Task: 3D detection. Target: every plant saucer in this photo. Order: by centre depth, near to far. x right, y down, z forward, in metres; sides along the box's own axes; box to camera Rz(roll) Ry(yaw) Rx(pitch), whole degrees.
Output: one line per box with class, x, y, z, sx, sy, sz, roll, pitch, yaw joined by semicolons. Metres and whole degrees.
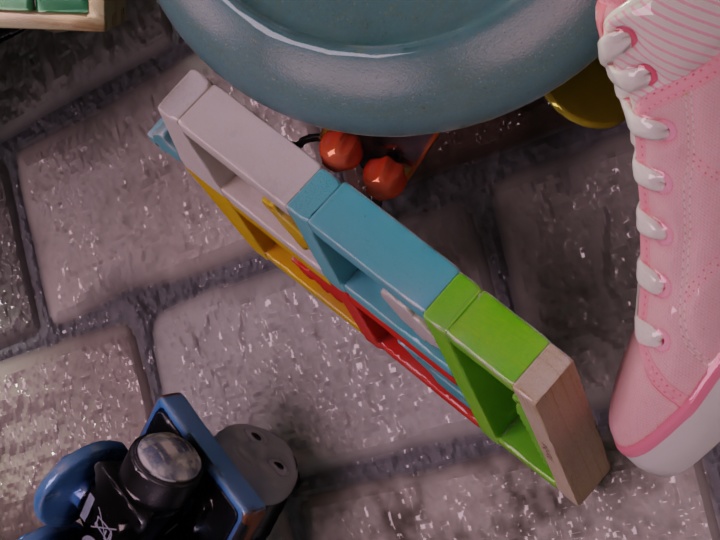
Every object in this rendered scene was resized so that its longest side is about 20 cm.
plant saucer;0.011;-0.144;0.627;0.200;0.027;0.200;-1;85;17

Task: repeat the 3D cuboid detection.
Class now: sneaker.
sneaker;0.102;-0.036;0.595;0.105;0.075;0.200;26;117;-4

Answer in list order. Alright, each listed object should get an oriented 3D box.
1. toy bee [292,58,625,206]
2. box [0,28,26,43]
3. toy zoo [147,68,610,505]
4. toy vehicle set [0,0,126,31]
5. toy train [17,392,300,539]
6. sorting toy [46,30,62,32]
toy bee;0.029;-0.070;0.674;0.131;0.109;0.200;13;119;7
box;-0.270;-0.140;0.781;0.200;0.124;0.197;-23;103;16
toy zoo;0.000;0.000;0.689;0.200;0.131;0.020;38;81;23
toy vehicle set;-0.180;-0.150;0.680;0.200;0.027;0.124;3;106;11
toy train;-0.094;0.138;0.841;0.087;0.114;0.200;48;129;27
sorting toy;-0.115;-0.206;0.772;0.200;0.036;0.185;160;108;-68
